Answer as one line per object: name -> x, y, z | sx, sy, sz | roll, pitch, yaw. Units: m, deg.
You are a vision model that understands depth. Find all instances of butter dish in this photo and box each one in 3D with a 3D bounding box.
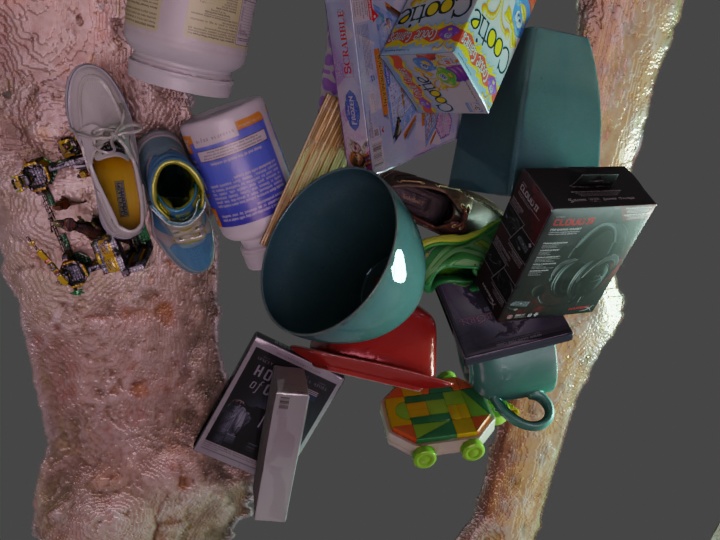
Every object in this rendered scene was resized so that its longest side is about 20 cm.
butter dish -> 0.021, 0.074, 1.023 | 0.197, 0.200, 0.150 | 15, 82, -12

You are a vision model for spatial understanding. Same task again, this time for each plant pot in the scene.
plant pot -> 0.215, -0.195, 0.955 | 0.139, 0.141, 0.203 | 1, 100, -26
plant pot -> 0.000, 0.000, 0.881 | 0.201, 0.200, 0.134 | -50, 135, 9

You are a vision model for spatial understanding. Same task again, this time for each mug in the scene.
mug -> 0.198, 0.113, 1.042 | 0.113, 0.186, 0.154 | -10, 126, -2

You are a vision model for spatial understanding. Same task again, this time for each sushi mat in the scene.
sushi mat -> -0.046, -0.110, 0.927 | 0.095, 0.012, 0.202 | 19, 100, -37

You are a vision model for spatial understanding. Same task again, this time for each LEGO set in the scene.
LEGO set -> -0.344, -0.062, 0.936 | 0.151, 0.116, 0.203 | -9, 109, -6

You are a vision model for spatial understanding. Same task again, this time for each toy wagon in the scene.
toy wagon -> 0.130, 0.203, 1.075 | 0.197, 0.156, 0.040 | -7, 124, -7

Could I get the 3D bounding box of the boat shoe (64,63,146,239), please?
boat shoe -> -0.283, -0.136, 0.850 | 0.074, 0.086, 0.205 | -12, 96, -26

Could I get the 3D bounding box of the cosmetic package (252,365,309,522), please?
cosmetic package -> -0.114, 0.245, 1.068 | 0.050, 0.083, 0.203 | 7, 108, -14

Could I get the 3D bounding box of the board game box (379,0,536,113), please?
board game box -> 0.123, -0.295, 0.877 | 0.105, 0.102, 0.202 | 44, 65, -46

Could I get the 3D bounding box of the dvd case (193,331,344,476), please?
dvd case -> -0.134, 0.206, 1.107 | 0.149, 0.025, 0.201 | 27, 103, -16

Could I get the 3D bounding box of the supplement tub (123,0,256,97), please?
supplement tub -> -0.191, -0.313, 0.862 | 0.143, 0.145, 0.203 | 10, 107, -12

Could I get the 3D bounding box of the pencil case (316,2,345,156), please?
pencil case -> -0.020, -0.242, 0.948 | 0.085, 0.084, 0.203 | 15, 106, 24

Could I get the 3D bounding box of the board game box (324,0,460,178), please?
board game box -> 0.047, -0.237, 0.913 | 0.199, 0.041, 0.203 | -29, 120, -45

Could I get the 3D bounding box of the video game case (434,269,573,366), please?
video game case -> 0.178, 0.034, 1.008 | 0.141, 0.201, 0.019 | -13, 131, -3

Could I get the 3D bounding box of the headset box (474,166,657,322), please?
headset box -> 0.243, -0.038, 0.901 | 0.147, 0.078, 0.201 | -4, 136, -22

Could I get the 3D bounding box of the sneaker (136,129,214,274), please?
sneaker -> -0.222, -0.062, 0.936 | 0.079, 0.131, 0.202 | -23, 123, -13

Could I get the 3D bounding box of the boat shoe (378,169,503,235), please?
boat shoe -> 0.114, -0.081, 1.027 | 0.197, 0.070, 0.071 | 14, 102, -14

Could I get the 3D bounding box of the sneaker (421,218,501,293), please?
sneaker -> 0.163, -0.013, 1.006 | 0.197, 0.084, 0.074 | -16, 147, -2

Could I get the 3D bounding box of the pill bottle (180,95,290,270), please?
pill bottle -> -0.142, -0.107, 0.956 | 0.111, 0.112, 0.202 | -19, 110, -2
